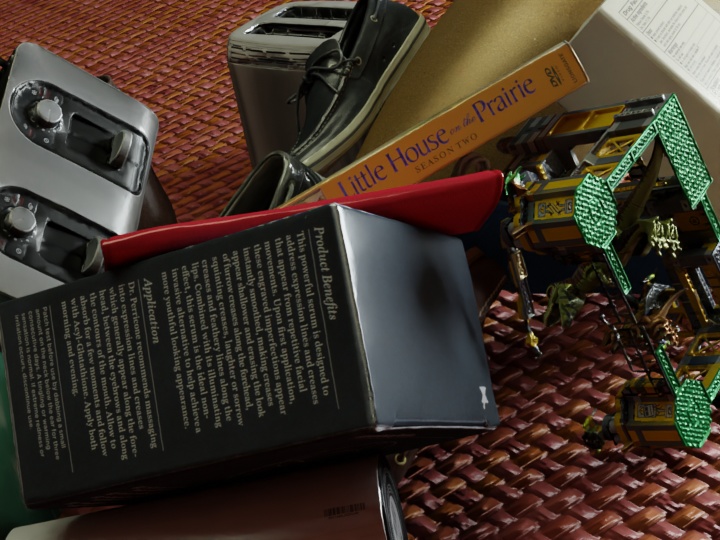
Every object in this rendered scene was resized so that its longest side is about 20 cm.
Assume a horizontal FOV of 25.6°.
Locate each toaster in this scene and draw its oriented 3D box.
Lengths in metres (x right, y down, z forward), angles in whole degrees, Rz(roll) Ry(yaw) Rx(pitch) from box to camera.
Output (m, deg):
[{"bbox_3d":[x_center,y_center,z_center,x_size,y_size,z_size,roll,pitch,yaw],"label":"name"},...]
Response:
[{"bbox_3d":[-0.027,-0.143,1.293,0.200,0.130,0.114,12,36,43],"label":"toaster"},{"bbox_3d":[-0.220,-0.009,0.997,0.200,0.118,0.181,-40,34,45],"label":"toaster"}]

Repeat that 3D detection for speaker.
[{"bbox_3d":[-0.077,0.151,0.802,0.199,0.081,0.081,-13,26,7],"label":"speaker"}]

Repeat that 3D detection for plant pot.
[{"bbox_3d":[0.090,-0.098,1.117,0.200,0.187,0.186,-42,35,-18],"label":"plant pot"}]

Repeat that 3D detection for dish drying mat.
[{"bbox_3d":[-0.031,-0.021,0.800,0.199,0.018,0.077,-9,-11,-10],"label":"dish drying mat"}]

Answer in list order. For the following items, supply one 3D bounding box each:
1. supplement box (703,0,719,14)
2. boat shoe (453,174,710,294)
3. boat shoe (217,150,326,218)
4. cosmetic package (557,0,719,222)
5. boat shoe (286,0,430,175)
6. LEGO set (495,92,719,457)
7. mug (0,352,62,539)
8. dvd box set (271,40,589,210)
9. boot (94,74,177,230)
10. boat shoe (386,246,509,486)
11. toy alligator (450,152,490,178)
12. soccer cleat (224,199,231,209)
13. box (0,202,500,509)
[{"bbox_3d":[0.313,-0.195,1.272,0.200,0.074,0.126,-31,30,-28],"label":"supplement box"},{"bbox_3d":[0.133,-0.024,1.028,0.199,0.084,0.069,12,40,2],"label":"boat shoe"},{"bbox_3d":[-0.092,0.011,1.009,0.072,0.071,0.200,18,72,47],"label":"boat shoe"},{"bbox_3d":[0.219,-0.095,0.993,0.073,0.200,0.104,-50,-1,41],"label":"cosmetic package"},{"bbox_3d":[-0.017,-0.129,1.138,0.075,0.062,0.200,-35,19,53],"label":"boat shoe"},{"bbox_3d":[0.126,0.002,0.872,0.116,0.200,0.154,-6,40,43],"label":"LEGO set"},{"bbox_3d":[-0.227,0.125,0.881,0.114,0.186,0.152,-17,2,-10],"label":"mug"},{"bbox_3d":[0.025,-0.063,0.917,0.200,0.029,0.146,-31,3,-7],"label":"dvd box set"},{"bbox_3d":[-0.163,-0.038,1.115,0.072,0.167,0.200,-20,27,-9],"label":"boot"},{"bbox_3d":[0.039,0.061,0.941,0.070,0.070,0.200,35,48,10],"label":"boat shoe"},{"bbox_3d":[0.000,0.000,0.974,0.200,0.059,0.054,-49,34,-7],"label":"toy alligator"},{"bbox_3d":[-0.044,0.018,1.070,0.085,0.069,0.200,-54,46,12],"label":"soccer cleat"},{"bbox_3d":[-0.055,0.050,0.802,0.199,0.107,0.148,-15,-12,24],"label":"box"}]
